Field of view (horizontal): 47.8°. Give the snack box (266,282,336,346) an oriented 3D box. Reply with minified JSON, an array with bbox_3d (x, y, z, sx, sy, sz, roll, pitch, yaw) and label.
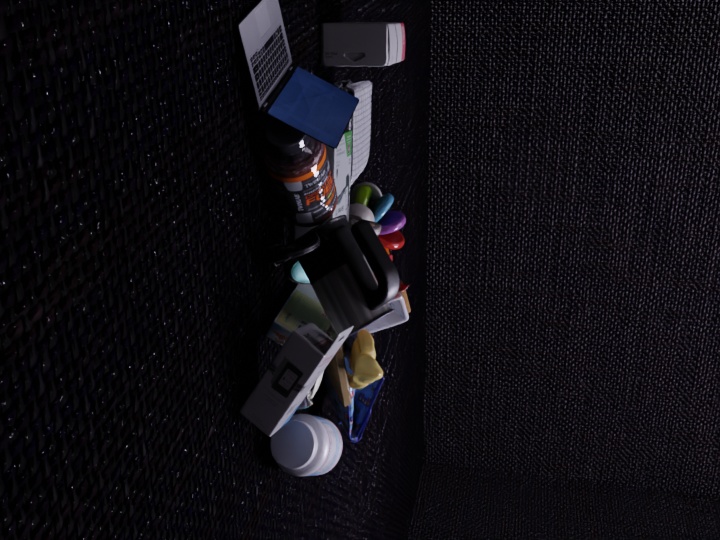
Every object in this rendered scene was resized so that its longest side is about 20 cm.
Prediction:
[{"bbox_3d":[-0.086,0.089,1.470,0.038,0.115,0.201,-59,-179,26],"label":"snack box"}]

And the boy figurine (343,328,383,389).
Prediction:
[{"bbox_3d":[-0.005,0.180,1.613,0.200,0.063,0.128,-125,-134,-69],"label":"boy figurine"}]

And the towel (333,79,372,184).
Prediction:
[{"bbox_3d":[-0.036,-0.292,1.697,0.166,0.083,0.205,-55,149,-66],"label":"towel"}]

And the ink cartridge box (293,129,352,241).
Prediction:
[{"bbox_3d":[-0.071,-0.161,1.546,0.147,0.081,0.206,-50,144,-71],"label":"ink cartridge box"}]

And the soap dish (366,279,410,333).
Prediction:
[{"bbox_3d":[0.007,0.077,1.793,0.158,0.195,0.083,68,5,-64],"label":"soap dish"}]

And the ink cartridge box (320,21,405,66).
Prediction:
[{"bbox_3d":[0.009,-0.471,1.686,0.200,0.142,0.085,-55,146,-70],"label":"ink cartridge box"}]

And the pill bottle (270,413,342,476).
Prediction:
[{"bbox_3d":[-0.101,0.322,1.497,0.200,0.106,0.112,51,44,-73],"label":"pill bottle"}]

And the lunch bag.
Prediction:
[{"bbox_3d":[-0.032,0.267,1.788,0.151,0.092,0.204,-125,-144,-45],"label":"lunch bag"}]

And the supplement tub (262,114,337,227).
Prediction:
[{"bbox_3d":[-0.101,-0.167,1.332,0.201,0.104,0.109,75,22,-59],"label":"supplement tub"}]

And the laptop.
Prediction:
[{"bbox_3d":[-0.090,-0.315,1.251,0.189,0.113,0.204,-71,154,-54],"label":"laptop"}]

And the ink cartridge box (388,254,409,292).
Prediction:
[{"bbox_3d":[0.000,0.000,1.665,0.116,0.194,0.069,-28,122,-79],"label":"ink cartridge box"}]

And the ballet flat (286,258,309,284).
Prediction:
[{"bbox_3d":[-0.067,-0.021,1.550,0.075,0.196,0.070,34,-51,50],"label":"ballet flat"}]

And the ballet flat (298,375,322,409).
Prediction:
[{"bbox_3d":[-0.099,0.165,1.556,0.072,0.070,0.206,57,38,-72],"label":"ballet flat"}]

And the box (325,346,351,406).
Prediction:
[{"bbox_3d":[-0.066,0.150,1.625,0.203,0.021,0.165,82,-18,-45],"label":"box"}]

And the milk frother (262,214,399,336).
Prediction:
[{"bbox_3d":[-0.054,0.022,1.369,0.191,0.197,0.180,61,-27,4],"label":"milk frother"}]

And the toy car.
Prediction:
[{"bbox_3d":[0.036,-0.106,1.953,0.176,0.146,0.205,-67,158,-58],"label":"toy car"}]

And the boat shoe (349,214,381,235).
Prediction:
[{"bbox_3d":[-0.025,-0.077,1.687,0.199,0.074,0.074,-153,-109,-64],"label":"boat shoe"}]

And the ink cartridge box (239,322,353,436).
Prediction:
[{"bbox_3d":[-0.100,0.156,1.308,0.202,0.066,0.116,-55,172,8],"label":"ink cartridge box"}]
